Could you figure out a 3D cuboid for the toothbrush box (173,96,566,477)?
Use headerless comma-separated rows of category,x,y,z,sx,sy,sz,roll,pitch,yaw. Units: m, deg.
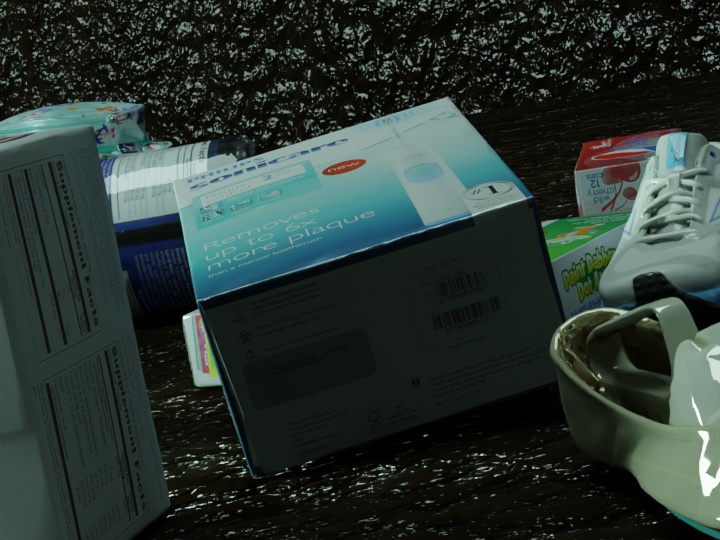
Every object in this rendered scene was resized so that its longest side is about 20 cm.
toothbrush box,0.000,0.000,0.917,0.145,0.086,0.200,-17,17,-2

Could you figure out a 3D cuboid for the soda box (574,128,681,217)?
soda box,0.174,-0.047,1.290,0.069,0.064,0.200,-9,7,9

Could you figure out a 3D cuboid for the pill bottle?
pill bottle,-0.115,-0.029,1.391,0.198,0.113,0.112,-9,7,6

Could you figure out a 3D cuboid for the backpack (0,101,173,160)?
backpack,-0.292,-0.086,2.007,0.199,0.152,0.177,-20,12,-29

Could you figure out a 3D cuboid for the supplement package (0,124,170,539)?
supplement package,-0.193,0.041,0.768,0.198,0.157,0.111,-9,7,15

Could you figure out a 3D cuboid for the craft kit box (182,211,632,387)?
craft kit box,0.038,0.014,1.108,0.199,0.049,0.197,-7,11,29

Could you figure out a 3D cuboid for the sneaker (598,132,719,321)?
sneaker,0.161,-0.025,1.048,0.074,0.087,0.200,-7,9,19

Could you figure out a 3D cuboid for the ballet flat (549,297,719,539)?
ballet flat,0.112,0.043,0.666,0.069,0.070,0.200,-13,8,-16
